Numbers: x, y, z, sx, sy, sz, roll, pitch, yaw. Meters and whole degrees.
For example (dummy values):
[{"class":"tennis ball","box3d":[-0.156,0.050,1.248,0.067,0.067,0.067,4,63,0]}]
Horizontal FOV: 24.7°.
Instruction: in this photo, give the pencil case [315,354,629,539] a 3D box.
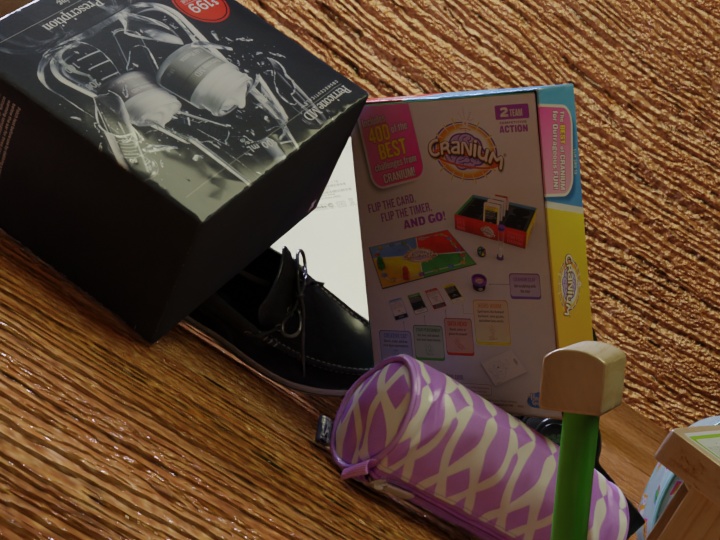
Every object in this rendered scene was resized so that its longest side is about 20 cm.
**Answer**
[{"class":"pencil case","box3d":[0.074,0.127,1.000,0.199,0.084,0.086,30,44,-25]}]

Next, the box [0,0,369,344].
[{"class":"box","box3d":[-0.127,-0.085,1.005,0.182,0.104,0.200,36,40,9]}]

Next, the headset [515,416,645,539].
[{"class":"headset","box3d":[0.125,0.129,1.210,0.200,0.094,0.124,49,-2,-9]}]

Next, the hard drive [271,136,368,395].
[{"class":"hard drive","box3d":[-0.013,-0.009,1.188,0.131,0.026,0.201,-9,57,-25]}]

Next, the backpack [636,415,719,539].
[{"class":"backpack","box3d":[0.335,0.215,1.362,0.199,0.176,0.153,31,0,8]}]

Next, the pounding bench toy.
[{"class":"pounding bench toy","box3d":[0.126,0.142,0.681,0.200,0.156,0.124,37,14,24]}]

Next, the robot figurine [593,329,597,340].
[{"class":"robot figurine","box3d":[0.261,0.108,2.257,0.124,0.151,0.200,-8,-5,13]}]

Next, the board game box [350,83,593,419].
[{"class":"board game box","box3d":[0.069,-0.012,1.035,0.152,0.201,0.040,2,10,41]}]

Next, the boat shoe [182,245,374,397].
[{"class":"boat shoe","box3d":[-0.057,0.022,1.076,0.199,0.062,0.075,29,50,-15]}]

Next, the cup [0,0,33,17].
[{"class":"cup","box3d":[-0.257,-0.182,1.287,0.144,0.200,0.200,60,0,-11]}]
